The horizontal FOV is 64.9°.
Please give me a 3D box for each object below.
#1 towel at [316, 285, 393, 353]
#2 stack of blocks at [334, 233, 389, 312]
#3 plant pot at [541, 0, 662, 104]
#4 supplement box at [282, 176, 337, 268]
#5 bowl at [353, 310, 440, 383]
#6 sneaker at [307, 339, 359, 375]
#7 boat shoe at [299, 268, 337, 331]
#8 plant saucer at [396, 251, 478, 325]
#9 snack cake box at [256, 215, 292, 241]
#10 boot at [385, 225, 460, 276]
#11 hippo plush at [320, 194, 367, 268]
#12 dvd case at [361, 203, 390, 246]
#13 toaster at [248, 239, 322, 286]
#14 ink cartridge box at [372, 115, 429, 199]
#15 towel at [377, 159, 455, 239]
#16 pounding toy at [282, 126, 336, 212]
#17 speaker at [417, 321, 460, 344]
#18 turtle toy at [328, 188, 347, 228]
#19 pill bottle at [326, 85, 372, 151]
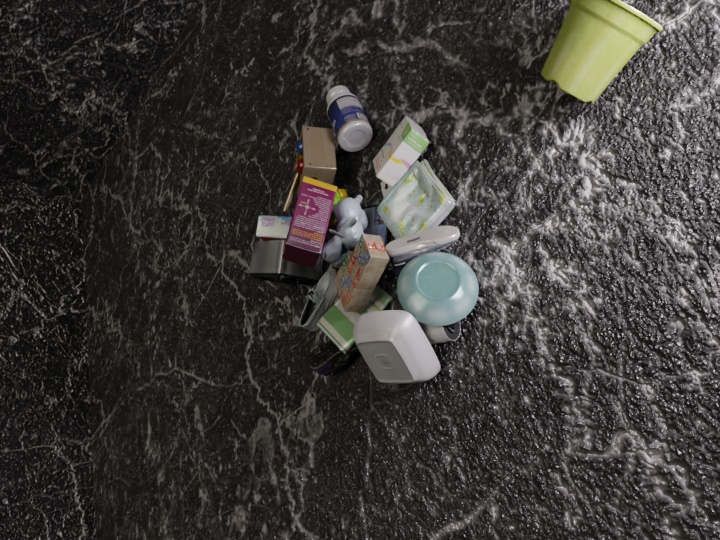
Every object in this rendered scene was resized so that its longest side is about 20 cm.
[{"bbox_3d":[-0.018,0.117,1.580,0.201,0.023,0.152,-48,47,-4],"label":"towel"},{"bbox_3d":[0.000,0.000,1.513,0.202,0.057,0.117,-64,34,37],"label":"stack of blocks"},{"bbox_3d":[0.477,-0.460,1.173,0.202,0.197,0.186,56,128,39],"label":"plant pot"},{"bbox_3d":[-0.140,-0.130,1.556,0.131,0.101,0.205,126,157,-68],"label":"supplement box"},{"bbox_3d":[0.076,0.199,1.382,0.197,0.202,0.075,-9,28,45],"label":"bowl"},{"bbox_3d":[-0.047,0.229,1.598,0.197,0.088,0.077,-27,46,10],"label":"sneaker"},{"bbox_3d":[-0.128,0.087,1.712,0.070,0.071,0.205,30,100,45],"label":"boat shoe"},{"bbox_3d":[0.182,0.031,1.343,0.195,0.039,0.205,-3,58,5],"label":"plant saucer"},{"bbox_3d":[-0.241,-0.116,1.774,0.112,0.200,0.069,6,83,8],"label":"snack cake box"},{"bbox_3d":[0.168,-0.048,1.456,0.195,0.092,0.073,-13,30,20],"label":"boot"},{"bbox_3d":[-0.046,-0.117,1.587,0.156,0.200,0.164,-23,52,15],"label":"hippo plush"},{"bbox_3d":[0.013,-0.115,1.661,0.197,0.017,0.147,-6,74,46],"label":"dvd case"},{"bbox_3d":[-0.224,-0.019,1.760,0.197,0.178,0.122,0,82,46],"label":"toaster"},{"bbox_3d":[0.096,-0.311,1.567,0.201,0.066,0.118,-51,23,23],"label":"ink cartridge box"},{"bbox_3d":[0.145,-0.171,1.510,0.201,0.048,0.173,-48,54,26],"label":"towel"},{"bbox_3d":[-0.164,-0.309,1.774,0.201,0.138,0.188,116,153,-57],"label":"pounding toy"},{"bbox_3d":[0.149,0.147,1.403,0.197,0.080,0.083,-17,67,42],"label":"speaker"},{"bbox_3d":[-0.120,-0.174,1.742,0.199,0.143,0.104,-23,84,61],"label":"turtle toy"},{"bbox_3d":[-0.042,-0.475,1.752,0.111,0.110,0.203,-42,52,29],"label":"pill bottle"}]
